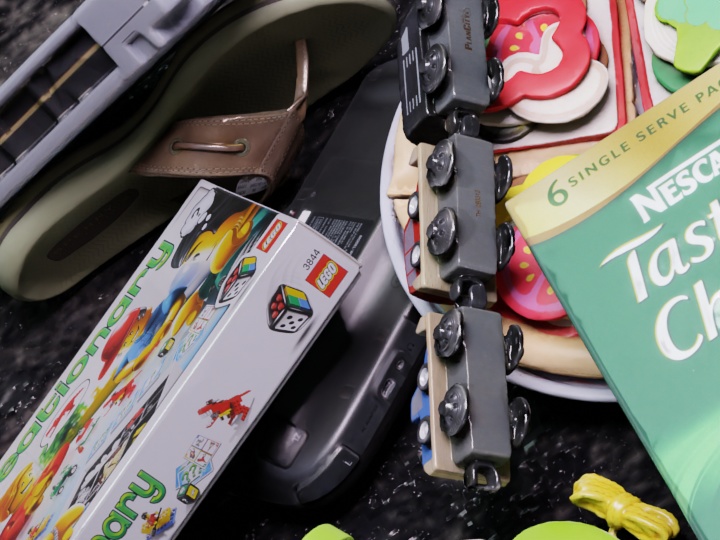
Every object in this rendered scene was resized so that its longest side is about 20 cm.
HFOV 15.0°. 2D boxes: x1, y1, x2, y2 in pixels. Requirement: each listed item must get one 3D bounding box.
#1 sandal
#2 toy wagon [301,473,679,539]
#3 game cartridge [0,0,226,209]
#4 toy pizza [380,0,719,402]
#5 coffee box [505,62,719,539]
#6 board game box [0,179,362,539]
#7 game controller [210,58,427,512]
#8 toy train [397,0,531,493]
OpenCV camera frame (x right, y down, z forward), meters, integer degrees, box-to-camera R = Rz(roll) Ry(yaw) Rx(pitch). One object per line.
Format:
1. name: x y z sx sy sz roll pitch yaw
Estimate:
1. sandal: -0.060 -0.044 1.098 0.201 0.080 0.057 -40 61 14
2. toy wagon: 0.038 0.136 0.862 0.155 0.040 0.200 27 42 22
3. game cartridge: -0.102 -0.087 1.098 0.200 0.040 0.133 -38 3 42
4. toy pizza: 0.099 -0.047 0.978 0.200 0.032 0.201 -10 58 16
5. coffee box: 0.142 0.027 0.877 0.123 0.044 0.200 -32 59 9
6. board game box: -0.087 0.062 1.005 0.200 0.035 0.126 -55 20 -5
7. game controller: 0.000 0.000 1.045 0.104 0.042 0.200 3 57 54
8. toy train: 0.032 -0.012 0.949 0.046 0.034 0.200 -44 41 50
